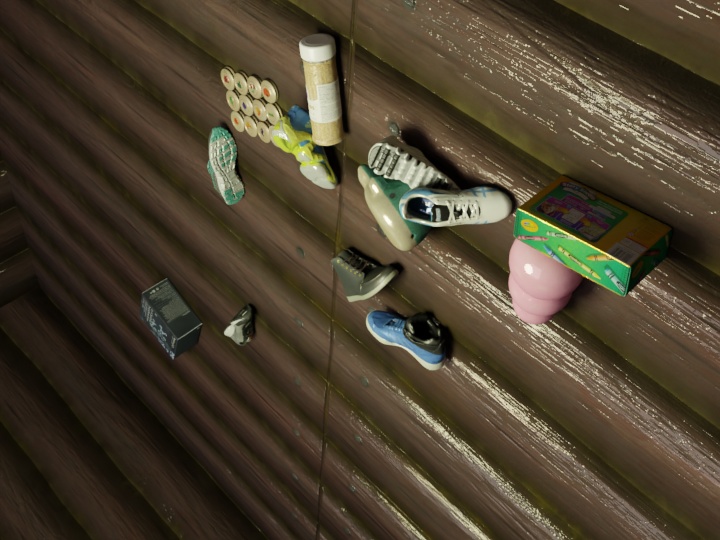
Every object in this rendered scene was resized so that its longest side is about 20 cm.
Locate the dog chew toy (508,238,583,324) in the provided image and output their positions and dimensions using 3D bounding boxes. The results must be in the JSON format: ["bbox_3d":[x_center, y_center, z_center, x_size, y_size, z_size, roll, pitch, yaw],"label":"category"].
[{"bbox_3d":[0.296,0.015,1.376,0.124,0.124,0.202,39,152,25],"label":"dog chew toy"}]

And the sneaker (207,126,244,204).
[{"bbox_3d":[-0.345,-0.260,2.057,0.091,0.077,0.204,32,139,40],"label":"sneaker"}]

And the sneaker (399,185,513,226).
[{"bbox_3d":[0.161,-0.104,1.444,0.195,0.073,0.073,2,123,18],"label":"sneaker"}]

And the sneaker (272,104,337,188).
[{"bbox_3d":[-0.093,-0.257,1.722,0.075,0.107,0.200,12,157,40],"label":"sneaker"}]

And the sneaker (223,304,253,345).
[{"bbox_3d":[-0.331,0.158,2.410,0.079,0.074,0.200,44,153,2],"label":"sneaker"}]

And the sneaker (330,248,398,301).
[{"bbox_3d":[0.000,0.000,1.801,0.108,0.074,0.199,58,149,-6],"label":"sneaker"}]

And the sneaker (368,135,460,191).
[{"bbox_3d":[0.110,-0.174,1.512,0.198,0.081,0.076,36,125,-2],"label":"sneaker"}]

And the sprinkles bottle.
[{"bbox_3d":[-0.071,-0.342,1.611,0.068,0.068,0.204,27,138,38],"label":"sprinkles bottle"}]

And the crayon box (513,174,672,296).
[{"bbox_3d":[0.340,-0.056,1.247,0.198,0.118,0.059,33,142,34],"label":"crayon box"}]

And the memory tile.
[{"bbox_3d":[-0.238,-0.362,1.872,0.198,0.017,0.156,25,136,41],"label":"memory tile"}]

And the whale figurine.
[{"bbox_3d":[0.066,-0.133,1.594,0.160,0.103,0.201,54,-177,-47],"label":"whale figurine"}]

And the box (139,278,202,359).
[{"bbox_3d":[-0.623,0.159,2.767,0.201,0.106,0.149,48,146,13],"label":"box"}]

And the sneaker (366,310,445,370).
[{"bbox_3d":[0.096,0.118,1.768,0.198,0.077,0.113,34,147,26],"label":"sneaker"}]
